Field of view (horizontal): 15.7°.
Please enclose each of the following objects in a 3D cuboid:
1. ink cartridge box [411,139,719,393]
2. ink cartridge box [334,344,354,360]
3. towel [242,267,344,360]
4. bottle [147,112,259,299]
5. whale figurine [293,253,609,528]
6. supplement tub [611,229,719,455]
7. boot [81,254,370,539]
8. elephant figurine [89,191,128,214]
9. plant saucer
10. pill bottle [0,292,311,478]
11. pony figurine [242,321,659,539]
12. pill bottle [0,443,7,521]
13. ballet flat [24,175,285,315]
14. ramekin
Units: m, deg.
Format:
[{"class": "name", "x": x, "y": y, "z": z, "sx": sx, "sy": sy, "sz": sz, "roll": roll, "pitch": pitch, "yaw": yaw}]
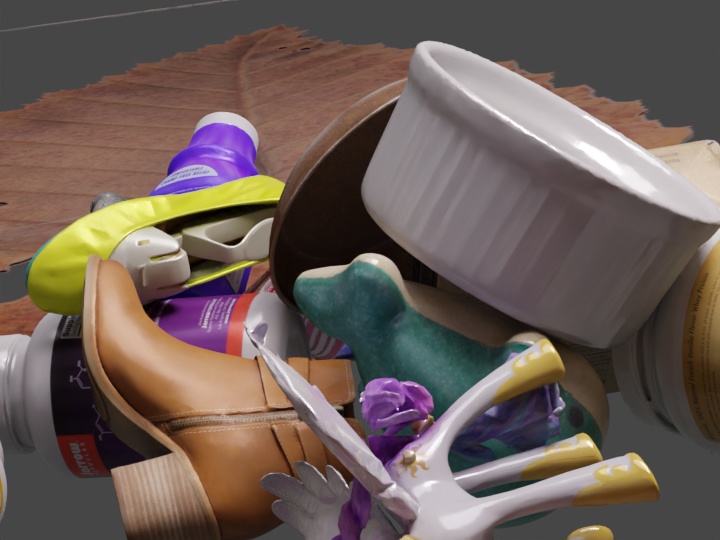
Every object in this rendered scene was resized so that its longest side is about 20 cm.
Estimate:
[{"class": "ink cartridge box", "x": 0.136, "y": 0.008, "z": 1.667, "sx": 0.200, "sy": 0.165, "sz": 0.075, "roll": -9, "pitch": 53, "yaw": -10}, {"class": "ink cartridge box", "x": 0.103, "y": 0.020, "z": 1.910, "sx": 0.199, "sy": 0.041, "sz": 0.200, "roll": -1, "pitch": 15, "yaw": 23}, {"class": "towel", "x": 0.000, "y": 0.000, "z": 1.772, "sx": 0.146, "sy": 0.030, "sz": 0.200, "roll": -43, "pitch": -18, "yaw": 2}, {"class": "bottle", "x": -0.109, "y": -0.030, "z": 1.769, "sx": 0.083, "sy": 0.065, "sz": 0.200, "roll": -12, "pitch": 38, "yaw": 21}, {"class": "whale figurine", "x": 0.045, "y": 0.071, "z": 1.462, "sx": 0.159, "sy": 0.200, "sz": 0.104, "roll": -14, "pitch": 45, "yaw": 50}, {"class": "supplement tub", "x": 0.262, "y": 0.044, "z": 1.519, "sx": 0.200, "sy": 0.145, "sz": 0.144, "roll": 6, "pitch": 19, "yaw": 41}, {"class": "boot", "x": -0.082, "y": 0.068, "z": 1.554, "sx": 0.155, "sy": 0.200, "sz": 0.074, "roll": -14, "pitch": -22, "yaw": -6}, {"class": "elephant figurine", "x": -0.136, "y": 0.034, "z": 1.844, "sx": 0.155, "sy": 0.141, "sz": 0.200, "roll": -50, "pitch": 28, "yaw": 2}, {"class": "plant saucer", "x": 0.020, "y": -0.055, "z": 1.624, "sx": 0.200, "sy": 0.200, "sz": 0.037, "roll": -16, "pitch": 52, "yaw": -34}, {"class": "pill bottle", "x": -0.136, "y": 0.075, "z": 1.655, "sx": 0.200, "sy": 0.113, "sz": 0.112, "roll": -4, "pitch": 14, "yaw": 13}, {"class": "pony figurine", "x": 0.028, "y": 0.114, "z": 1.349, "sx": 0.200, "sy": 0.167, "sz": 0.193, "roll": -24, "pitch": 45, "yaw": -11}, {"class": "pill bottle", "x": -0.262, "y": 0.137, "z": 1.479, "sx": 0.104, "sy": 0.104, "sz": 0.200, "roll": -5, "pitch": 13, "yaw": 8}, {"class": "ballet flat", "x": -0.113, "y": -0.015, "z": 1.638, "sx": 0.200, "sy": 0.067, "sz": 0.067, "roll": -19, "pitch": 30, "yaw": -35}, {"class": "ramekin", "x": 0.097, "y": -0.040, "z": 1.484, "sx": 0.200, "sy": 0.098, "sz": 0.200, "roll": 29, "pitch": 13, "yaw": -7}]
